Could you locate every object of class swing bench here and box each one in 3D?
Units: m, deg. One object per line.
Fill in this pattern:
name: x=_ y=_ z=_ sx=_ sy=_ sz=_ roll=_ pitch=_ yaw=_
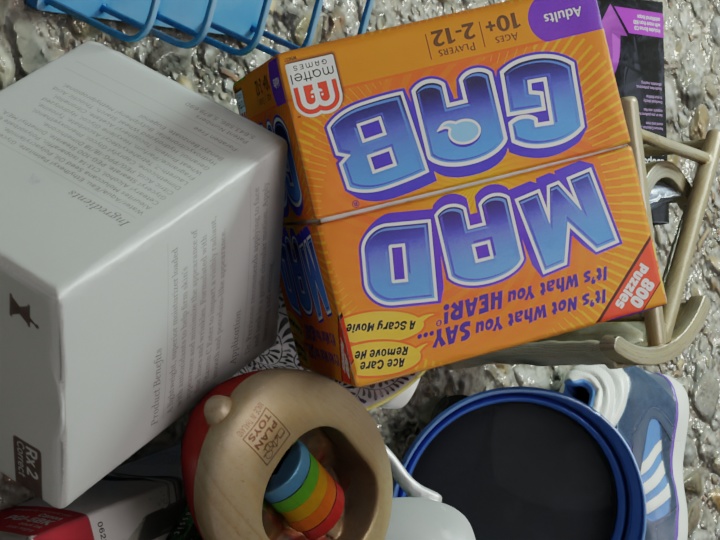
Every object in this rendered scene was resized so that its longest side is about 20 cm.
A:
swing bench: x=0.162 y=-0.017 z=1.546 sx=0.130 sy=0.199 sz=0.201 roll=13 pitch=79 yaw=-45

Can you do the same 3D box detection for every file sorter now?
file sorter: x=-0.093 y=-0.216 z=1.315 sx=0.200 sy=0.123 sz=0.139 roll=1 pitch=110 yaw=-46

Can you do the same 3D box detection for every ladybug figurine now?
ladybug figurine: x=-0.051 y=0.130 z=1.238 sx=0.136 sy=0.072 sz=0.200 roll=-53 pitch=138 yaw=-20

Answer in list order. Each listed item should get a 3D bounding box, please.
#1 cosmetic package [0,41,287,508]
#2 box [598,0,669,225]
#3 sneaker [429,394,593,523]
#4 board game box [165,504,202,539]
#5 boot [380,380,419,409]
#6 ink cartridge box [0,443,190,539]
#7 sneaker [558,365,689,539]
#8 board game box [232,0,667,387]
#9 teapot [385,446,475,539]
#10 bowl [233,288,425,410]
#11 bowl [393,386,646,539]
cosmetic package: x=-0.169 y=-0.003 z=1.185 sx=0.200 sy=0.165 sz=0.165 roll=-37 pitch=145 yaw=-40
box: x=0.213 y=-0.138 z=1.724 sx=0.143 sy=0.036 sz=0.201 roll=-2 pitch=91 yaw=-46
sneaker: x=0.137 y=0.162 z=1.585 sx=0.200 sy=0.079 sz=0.074 roll=39 pitch=59 yaw=-19
board game box: x=-0.077 y=0.183 z=1.295 sx=0.105 sy=0.023 sz=0.200 roll=54 pitch=52 yaw=-32
boot: x=0.000 y=0.000 z=1.482 sx=0.090 sy=0.073 sz=0.201 roll=9 pitch=79 yaw=-31
ink cartridge box: x=-0.146 y=0.208 z=1.296 sx=0.200 sy=0.083 sz=0.147 roll=-19 pitch=101 yaw=-45
sneaker: x=0.203 y=0.175 z=1.676 sx=0.146 sy=0.080 sz=0.201 roll=9 pitch=85 yaw=-37
board game box: x=0.049 y=-0.053 z=1.260 sx=0.199 sy=0.200 sz=0.200 roll=-14 pitch=93 yaw=-11
teapot: x=-0.002 y=0.246 z=1.403 sx=0.146 sy=0.200 sz=0.198 roll=6 pitch=120 yaw=-9
bowl: x=-0.035 y=0.000 z=1.393 sx=0.200 sy=0.094 sz=0.201 roll=0 pitch=91 yaw=-12
bowl: x=0.119 y=0.186 z=1.528 sx=0.200 sy=0.039 sz=0.201 roll=-1 pitch=97 yaw=-6
